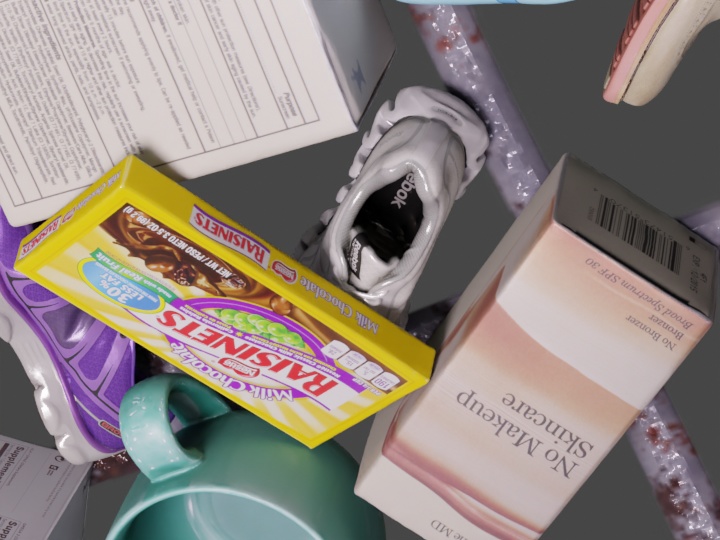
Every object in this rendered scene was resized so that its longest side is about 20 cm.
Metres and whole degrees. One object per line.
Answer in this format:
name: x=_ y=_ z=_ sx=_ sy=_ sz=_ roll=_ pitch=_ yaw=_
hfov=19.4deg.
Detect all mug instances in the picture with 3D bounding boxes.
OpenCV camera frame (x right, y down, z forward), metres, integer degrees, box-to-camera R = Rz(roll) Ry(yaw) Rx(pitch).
mug: x=-0.059 y=0.142 z=1.173 sx=0.151 sy=0.115 sz=0.186 roll=12 pitch=119 yaw=7

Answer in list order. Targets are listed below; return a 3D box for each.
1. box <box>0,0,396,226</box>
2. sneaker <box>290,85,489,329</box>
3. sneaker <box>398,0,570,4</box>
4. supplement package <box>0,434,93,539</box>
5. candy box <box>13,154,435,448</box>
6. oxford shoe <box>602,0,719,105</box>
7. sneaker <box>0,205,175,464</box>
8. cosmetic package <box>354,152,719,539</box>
box: x=-0.100 y=-0.121 z=1.053 sx=0.199 sy=0.109 sz=0.129 roll=-14 pitch=113 yaw=19
sneaker: x=0.000 y=0.000 z=1.109 sx=0.075 sy=0.081 sz=0.201 roll=23 pitch=121 yaw=-1
sneaker: x=0.073 y=-0.193 z=0.962 sx=0.199 sy=0.079 sz=0.131 roll=2 pitch=116 yaw=43
supplement package: x=-0.239 y=0.219 z=1.232 sx=0.110 sy=0.156 sz=0.201 roll=13 pitch=118 yaw=6
candy box: x=-0.068 y=0.021 z=1.075 sx=0.199 sy=0.027 sz=0.102 roll=33 pitch=139 yaw=-25
oxford shoe: x=0.188 y=-0.147 z=0.994 sx=0.074 sy=0.071 sz=0.200 roll=32 pitch=119 yaw=-7
sneaker: x=-0.160 y=0.012 z=1.168 sx=0.083 sy=0.081 sz=0.201 roll=-20 pitch=121 yaw=7
cosmetic package: x=0.092 y=0.053 z=1.108 sx=0.103 sy=0.087 sz=0.200 roll=30 pitch=120 yaw=-5
